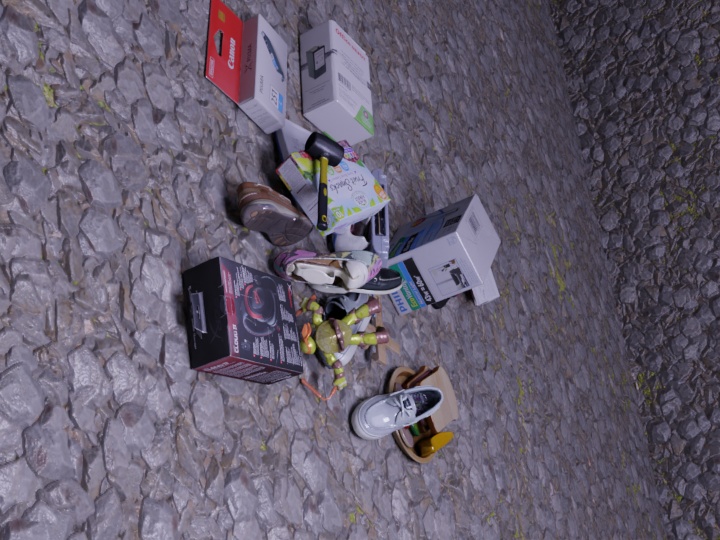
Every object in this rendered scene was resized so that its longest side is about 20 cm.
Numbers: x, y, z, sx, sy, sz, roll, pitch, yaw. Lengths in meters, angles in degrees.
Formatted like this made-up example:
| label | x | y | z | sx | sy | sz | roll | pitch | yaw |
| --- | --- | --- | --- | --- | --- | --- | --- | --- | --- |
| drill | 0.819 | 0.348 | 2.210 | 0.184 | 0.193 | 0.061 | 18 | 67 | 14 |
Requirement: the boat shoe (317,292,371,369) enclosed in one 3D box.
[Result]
| label | x | y | z | sx | sy | sz | roll | pitch | yaw |
| --- | --- | --- | --- | --- | --- | --- | --- | --- | --- |
| boat shoe | -0.031 | 0.080 | 1.689 | 0.072 | 0.069 | 0.202 | 58 | 32 | -28 |

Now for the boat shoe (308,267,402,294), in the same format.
| label | x | y | z | sx | sy | sz | roll | pitch | yaw |
| --- | --- | --- | --- | --- | --- | --- | --- | --- | --- |
| boat shoe | -0.002 | -0.001 | 1.722 | 0.196 | 0.074 | 0.067 | 2 | 110 | -31 |

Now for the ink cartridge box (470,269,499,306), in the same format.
| label | x | y | z | sx | sy | sz | roll | pitch | yaw |
| --- | --- | --- | --- | --- | --- | --- | --- | --- | --- |
| ink cartridge box | 0.263 | -0.015 | 2.334 | 0.173 | 0.043 | 0.204 | -14 | 86 | -63 |

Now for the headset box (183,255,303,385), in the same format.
| label | x | y | z | sx | sy | sz | roll | pitch | yaw |
| --- | --- | --- | --- | --- | --- | --- | --- | --- | --- |
| headset box | -0.175 | 0.075 | 1.414 | 0.199 | 0.074 | 0.151 | 22 | 53 | -56 |

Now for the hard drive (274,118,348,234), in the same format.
| label | x | y | z | sx | sy | sz | roll | pitch | yaw |
| --- | --- | --- | --- | --- | --- | --- | --- | --- | --- |
| hard drive | -0.091 | -0.171 | 1.754 | 0.131 | 0.025 | 0.203 | 20 | 47 | -54 |

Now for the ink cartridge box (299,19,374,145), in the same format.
| label | x | y | z | sx | sy | sz | roll | pitch | yaw |
| --- | --- | --- | --- | --- | --- | --- | --- | --- | --- |
| ink cartridge box | -0.047 | -0.371 | 1.941 | 0.145 | 0.083 | 0.203 | 34 | 44 | -50 |

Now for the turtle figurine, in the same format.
| label | x | y | z | sx | sy | sz | roll | pitch | yaw |
| --- | --- | --- | --- | --- | --- | --- | --- | --- | --- |
| turtle figurine | -0.040 | 0.095 | 1.585 | 0.159 | 0.064 | 0.203 | -19 | 79 | -21 |

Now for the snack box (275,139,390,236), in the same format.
| label | x | y | z | sx | sy | sz | roll | pitch | yaw |
| --- | --- | --- | --- | --- | --- | --- | --- | --- | --- |
| snack box | -0.045 | -0.148 | 1.703 | 0.143 | 0.053 | 0.199 | 54 | 31 | 5 |

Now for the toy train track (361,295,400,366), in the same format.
| label | x | y | z | sx | sy | sz | roll | pitch | yaw |
| --- | --- | --- | --- | --- | --- | --- | --- | --- | --- |
| toy train track | 0.024 | 0.096 | 1.831 | 0.114 | 0.032 | 0.203 | 37 | 36 | -37 |

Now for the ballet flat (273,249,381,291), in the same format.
| label | x | y | z | sx | sy | sz | roll | pitch | yaw |
| --- | --- | --- | --- | --- | --- | --- | --- | --- | --- |
| ballet flat | -0.047 | 0.003 | 1.617 | 0.196 | 0.070 | 0.071 | 4 | 24 | -24 |

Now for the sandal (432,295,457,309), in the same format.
| label | x | y | z | sx | sy | sz | roll | pitch | yaw |
| --- | --- | --- | --- | --- | --- | --- | --- | --- | --- |
| sandal | 0.204 | 0.030 | 2.191 | 0.076 | 0.044 | 0.200 | 64 | 27 | -12 |

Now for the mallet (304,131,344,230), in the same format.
| label | x | y | z | sx | sy | sz | roll | pitch | yaw |
| --- | --- | --- | --- | --- | --- | --- | --- | --- | --- |
| mallet | -0.053 | -0.142 | 1.606 | 0.065 | 0.041 | 0.203 | 20 | 47 | -33 |

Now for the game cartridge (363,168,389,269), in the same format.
| label | x | y | z | sx | sy | sz | roll | pitch | yaw |
| --- | --- | --- | --- | --- | --- | --- | --- | --- | --- |
| game cartridge | 0.027 | -0.075 | 1.856 | 0.134 | 0.040 | 0.203 | 97 | -7 | -53 |

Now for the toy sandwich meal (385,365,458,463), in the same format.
| label | x | y | z | sx | sy | sz | roll | pitch | yaw |
| --- | --- | --- | --- | --- | --- | --- | --- | --- | --- |
| toy sandwich meal | 0.121 | 0.268 | 1.849 | 0.205 | 0.069 | 0.208 | 41 | 39 | -44 |

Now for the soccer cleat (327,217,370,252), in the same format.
| label | x | y | z | sx | sy | sz | roll | pitch | yaw |
| --- | --- | --- | --- | --- | --- | --- | --- | --- | --- |
| soccer cleat | -0.018 | -0.118 | 1.823 | 0.070 | 0.085 | 0.203 | 30 | 47 | -50 |

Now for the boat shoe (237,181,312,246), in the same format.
| label | x | y | z | sx | sy | sz | roll | pitch | yaw |
| --- | --- | --- | --- | --- | --- | --- | --- | --- | --- |
| boat shoe | -0.140 | -0.097 | 1.596 | 0.073 | 0.075 | 0.200 | 65 | 12 | 22 |

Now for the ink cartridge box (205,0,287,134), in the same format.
| label | x | y | z | sx | sy | sz | roll | pitch | yaw |
| --- | --- | --- | --- | --- | --- | --- | --- | --- | --- |
| ink cartridge box | -0.196 | -0.370 | 1.705 | 0.176 | 0.044 | 0.203 | 40 | 39 | -47 |

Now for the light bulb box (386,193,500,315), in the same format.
| label | x | y | z | sx | sy | sz | roll | pitch | yaw |
| --- | --- | --- | --- | --- | --- | --- | --- | --- | --- |
| light bulb box | 0.159 | -0.033 | 1.979 | 0.126 | 0.198 | 0.199 | 60 | 29 | -15 |

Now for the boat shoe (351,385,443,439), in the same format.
| label | x | y | z | sx | sy | sz | roll | pitch | yaw |
| --- | --- | --- | --- | --- | --- | --- | --- | --- | --- |
| boat shoe | 0.069 | 0.241 | 1.711 | 0.199 | 0.071 | 0.071 | -11 | 72 | -46 |
